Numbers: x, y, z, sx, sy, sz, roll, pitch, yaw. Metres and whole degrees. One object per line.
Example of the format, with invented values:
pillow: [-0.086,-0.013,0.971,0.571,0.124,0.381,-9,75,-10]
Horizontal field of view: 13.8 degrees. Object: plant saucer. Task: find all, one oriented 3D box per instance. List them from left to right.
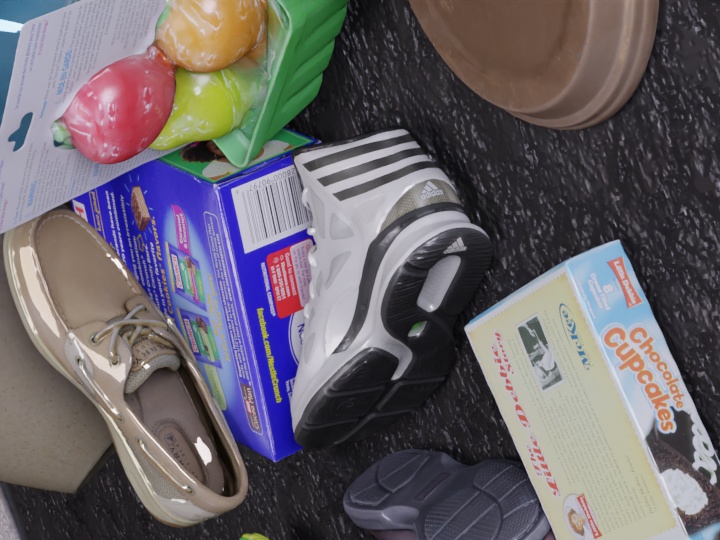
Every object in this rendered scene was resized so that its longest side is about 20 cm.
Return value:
plant saucer: [0.065,-0.157,1.349,0.200,0.029,0.201,41,141,45]

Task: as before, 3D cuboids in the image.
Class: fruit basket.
fruit basket: [-0.106,-0.109,1.507,0.094,0.200,0.185,56,151,22]

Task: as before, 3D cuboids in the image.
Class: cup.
cup: [-0.198,0.054,1.836,0.143,0.200,0.200,39,149,1]

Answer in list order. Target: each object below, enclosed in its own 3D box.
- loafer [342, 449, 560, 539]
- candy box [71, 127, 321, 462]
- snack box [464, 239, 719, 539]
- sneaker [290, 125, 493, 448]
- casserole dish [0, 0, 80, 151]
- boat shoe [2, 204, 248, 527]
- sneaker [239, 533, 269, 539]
loafer: [0.058,0.138,1.538,0.063,0.072,0.200,56,163,-18]
candy box: [-0.086,-0.005,1.677,0.200,0.077,0.170,23,129,53]
snack box: [0.125,0.096,1.402,0.201,0.037,0.116,66,152,6]
sneaker: [0.000,0.000,1.547,0.116,0.075,0.201,64,146,29]
casserole dish: [-0.158,-0.113,1.585,0.039,0.121,0.200,14,150,8]
boat shoe: [-0.125,0.048,1.631,0.200,0.072,0.065,61,149,-3]
sneaker: [-0.043,0.255,1.770,0.074,0.083,0.201,7,114,60]
